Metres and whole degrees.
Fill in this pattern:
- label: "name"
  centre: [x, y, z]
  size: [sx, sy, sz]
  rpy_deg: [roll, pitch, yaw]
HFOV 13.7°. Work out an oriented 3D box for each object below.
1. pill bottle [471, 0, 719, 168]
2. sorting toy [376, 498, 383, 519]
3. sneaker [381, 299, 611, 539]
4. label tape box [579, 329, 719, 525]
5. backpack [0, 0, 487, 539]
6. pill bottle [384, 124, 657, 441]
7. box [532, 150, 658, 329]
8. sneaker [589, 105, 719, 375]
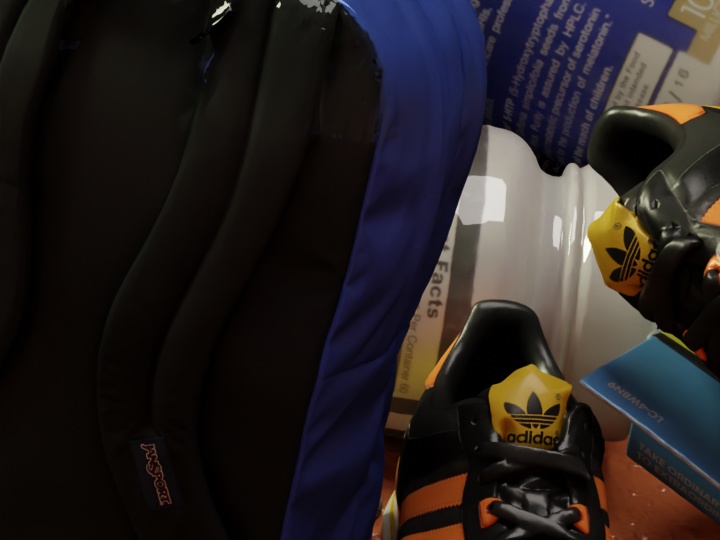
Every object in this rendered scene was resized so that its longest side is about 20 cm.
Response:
- label: "pill bottle"
  centre: [0.061, -0.113, 1.102]
  size: [0.200, 0.120, 0.120]
  rpy_deg: [27, 27, 12]
- label: "sorting toy"
  centre: [-0.108, 0.080, 0.915]
  size: [0.185, 0.037, 0.200]
  rpy_deg: [19, 21, 14]
- label: "sneaker"
  centre: [0.044, 0.079, 0.903]
  size: [0.070, 0.090, 0.200]
  rpy_deg: [5, 23, -8]
- label: "label tape box"
  centre: [0.167, 0.068, 0.969]
  size: [0.143, 0.066, 0.200]
  rpy_deg: [37, 36, 23]
- label: "backpack"
  centre: [-0.053, -0.019, 0.870]
  size: [0.162, 0.200, 0.168]
  rpy_deg: [18, 21, 14]
- label: "pill bottle"
  centre: [0.000, 0.000, 1.038]
  size: [0.200, 0.113, 0.113]
  rpy_deg: [8, 24, -2]
- label: "box"
  centre: [0.061, -0.062, 1.186]
  size: [0.200, 0.143, 0.036]
  rpy_deg: [20, -16, 22]
- label: "sneaker"
  centre: [0.112, 0.012, 0.885]
  size: [0.090, 0.070, 0.200]
  rpy_deg: [12, 29, -9]
